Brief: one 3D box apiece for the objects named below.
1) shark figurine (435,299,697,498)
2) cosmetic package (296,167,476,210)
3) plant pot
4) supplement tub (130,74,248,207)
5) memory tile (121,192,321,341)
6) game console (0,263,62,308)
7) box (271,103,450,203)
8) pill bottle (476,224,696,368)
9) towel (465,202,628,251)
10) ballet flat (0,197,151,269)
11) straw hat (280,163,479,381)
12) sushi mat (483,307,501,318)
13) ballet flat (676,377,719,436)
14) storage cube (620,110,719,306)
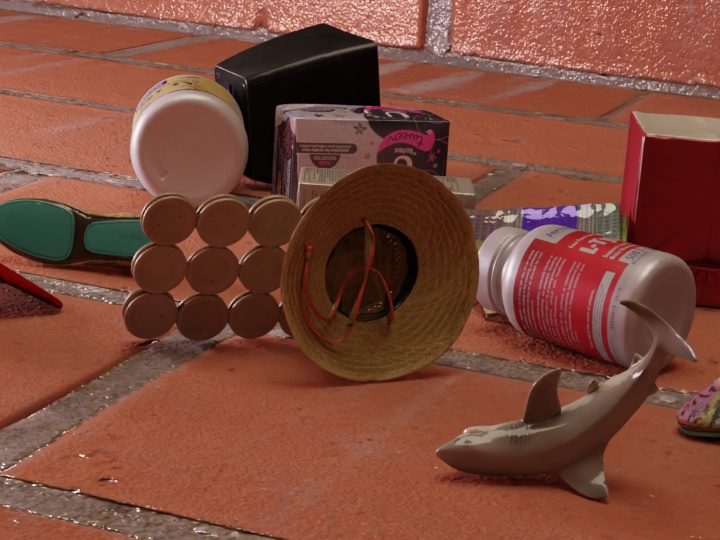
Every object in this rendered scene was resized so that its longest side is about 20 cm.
[{"bbox_3d":[0.177,0.118,1.325,0.128,0.214,0.090,30,33,-46],"label":"shark figurine"},{"bbox_3d":[0.027,-0.061,2.012,0.198,0.088,0.103,3,13,0],"label":"cosmetic package"},{"bbox_3d":[-0.089,-0.209,2.382,0.176,0.201,0.200,-10,18,-22],"label":"plant pot"},{"bbox_3d":[-0.215,-0.167,2.240,0.144,0.147,0.200,3,14,-7],"label":"supplement tub"},{"bbox_3d":[-0.111,-0.003,1.612,0.198,0.154,0.017,0,32,-22],"label":"memory tile"},{"bbox_3d":[-0.415,0.015,1.714,0.172,0.119,0.199,-37,31,-21],"label":"game console"},{"bbox_3d":[-0.001,-0.133,2.195,0.198,0.133,0.115,0,13,-15],"label":"box"},{"bbox_3d":[0.209,0.020,1.696,0.199,0.113,0.112,17,18,41],"label":"pill bottle"},{"bbox_3d":[0.180,-0.032,1.879,0.198,0.023,0.144,0,28,11],"label":"towel"},{"bbox_3d":[-0.290,-0.034,1.874,0.198,0.071,0.071,6,14,10],"label":"ballet flat"},{"bbox_3d":[0.000,0.000,1.587,0.199,0.203,0.085,-3,4,-28],"label":"straw hat"},{"bbox_3d":[0.217,0.014,1.823,0.198,0.012,0.096,-7,29,0],"label":"sushi mat"},{"bbox_3d":[0.362,0.103,1.498,0.198,0.072,0.069,2,15,-8],"label":"ballet flat"},{"bbox_3d":[0.377,-0.069,1.966,0.169,0.182,0.200,5,13,3],"label":"storage cube"}]
